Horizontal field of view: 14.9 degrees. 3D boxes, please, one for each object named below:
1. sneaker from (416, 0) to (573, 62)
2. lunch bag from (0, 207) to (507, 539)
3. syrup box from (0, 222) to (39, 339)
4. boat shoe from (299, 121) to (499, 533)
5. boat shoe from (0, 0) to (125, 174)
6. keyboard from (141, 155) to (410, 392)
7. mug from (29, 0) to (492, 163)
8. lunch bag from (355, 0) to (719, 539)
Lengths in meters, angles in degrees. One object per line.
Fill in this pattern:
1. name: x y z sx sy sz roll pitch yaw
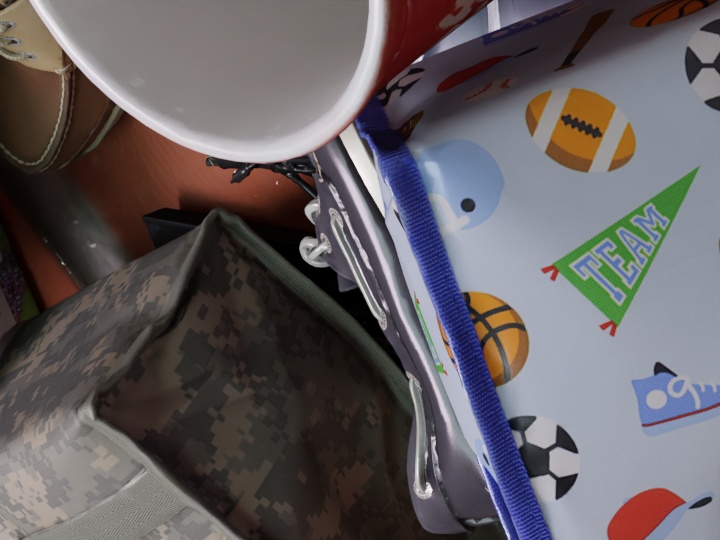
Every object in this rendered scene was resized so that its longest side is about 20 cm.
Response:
1. sneaker: 0.061 -0.021 0.848 0.108 0.070 0.200 13 120 34
2. lunch bag: -0.042 0.097 0.996 0.200 0.118 0.164 41 146 -17
3. syrup box: -0.165 0.076 1.140 0.079 0.081 0.200 -2 117 48
4. boat shoe: 0.004 -0.008 0.879 0.063 0.073 0.200 -29 86 26
5. boat shoe: -0.117 -0.114 0.958 0.076 0.074 0.200 35 137 23
6. keyboard: 0.000 0.000 0.968 0.200 0.021 0.127 10 130 40
7. mug: 0.000 -0.138 0.722 0.177 0.200 0.134 22 132 34
8. lunch bag: 0.106 0.019 0.742 0.124 0.170 0.200 -106 -6 -76
